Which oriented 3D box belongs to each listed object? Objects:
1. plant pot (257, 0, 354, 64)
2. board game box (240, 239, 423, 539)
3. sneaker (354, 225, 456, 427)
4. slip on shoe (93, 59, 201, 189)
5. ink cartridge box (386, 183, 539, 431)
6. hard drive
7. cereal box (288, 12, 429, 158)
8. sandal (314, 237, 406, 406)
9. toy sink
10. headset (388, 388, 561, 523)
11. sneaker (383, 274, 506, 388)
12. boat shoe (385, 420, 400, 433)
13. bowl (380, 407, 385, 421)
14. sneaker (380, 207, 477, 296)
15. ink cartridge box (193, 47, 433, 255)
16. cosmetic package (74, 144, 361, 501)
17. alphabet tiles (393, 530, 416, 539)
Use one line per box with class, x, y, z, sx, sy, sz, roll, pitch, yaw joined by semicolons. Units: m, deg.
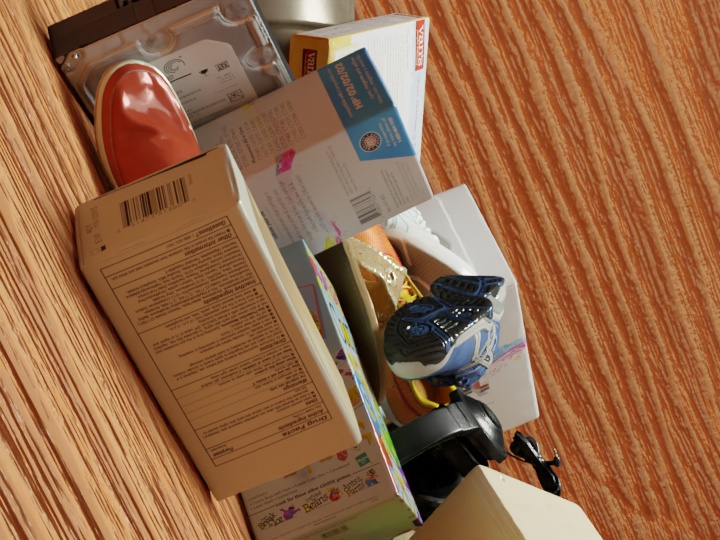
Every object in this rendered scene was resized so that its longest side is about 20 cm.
plant pot;-0.095;-0.140;1.502;0.200;0.199;0.174;36;47;-83
board game box;-0.043;0.099;1.251;0.103;0.105;0.200;58;11;-67
sneaker;0.033;0.032;1.458;0.077;0.073;0.200;-28;-94;49
slip on shoe;-0.121;-0.048;1.165;0.061;0.074;0.201;-28;-102;55
ink cartridge box;0.068;0.051;1.643;0.200;0.144;0.145;77;-8;-46
hard drive;-0.119;-0.127;1.252;0.200;0.139;0.038;64;5;-54
cereal box;-0.001;-0.134;1.468;0.200;0.039;0.144;-25;122;-62
sandal;0.002;-0.002;1.358;0.078;0.069;0.212;-43;-114;58
toy sink;0.087;0.265;1.351;0.130;0.200;0.112;25;21;-40
headset;0.075;0.155;1.359;0.200;0.124;0.094;-8;55;-48
sneaker;0.072;0.057;1.351;0.200;0.076;0.077;-28;119;-66
boat shoe;0.012;0.185;1.423;0.074;0.060;0.200;44;29;-4
bowl;-0.056;0.051;1.477;0.201;0.090;0.202;-22;90;-87
sneaker;0.034;-0.030;1.544;0.200;0.080;0.071;29;-44;31
ink cartridge box;-0.060;-0.063;1.270;0.115;0.200;0.068;63;1;-53
cosmetic package;-0.084;0.035;1.067;0.071;0.105;0.200;-108;176;-54
alphabet tiles;0.021;0.213;1.471;0.166;0.006;0.200;25;36;-29
